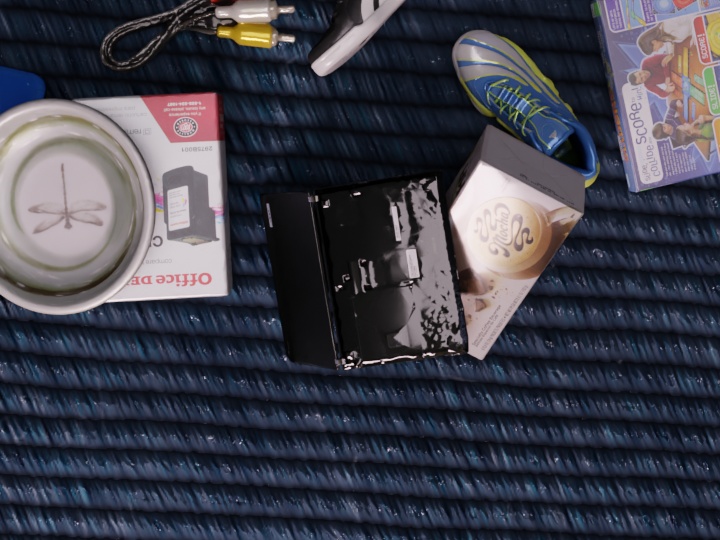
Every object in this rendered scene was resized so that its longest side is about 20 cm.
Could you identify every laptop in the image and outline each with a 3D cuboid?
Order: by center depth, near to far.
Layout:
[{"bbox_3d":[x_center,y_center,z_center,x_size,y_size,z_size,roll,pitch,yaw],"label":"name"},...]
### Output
[{"bbox_3d":[0.000,0.000,1.398,0.198,0.103,0.179,-9,97,9],"label":"laptop"}]

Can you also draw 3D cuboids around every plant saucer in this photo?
[{"bbox_3d":[-0.281,-0.061,1.342,0.199,0.050,0.202,1,97,12],"label":"plant saucer"}]

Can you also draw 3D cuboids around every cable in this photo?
[{"bbox_3d":[-0.166,-0.256,1.410,0.198,0.050,0.098,-12,95,-4],"label":"cable"}]

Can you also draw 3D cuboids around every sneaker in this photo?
[{"bbox_3d":[-0.005,-0.297,1.413,0.112,0.073,0.200,45,83,-3],"label":"sneaker"},{"bbox_3d":[0.174,-0.163,1.414,0.076,0.105,0.200,-45,97,0],"label":"sneaker"}]

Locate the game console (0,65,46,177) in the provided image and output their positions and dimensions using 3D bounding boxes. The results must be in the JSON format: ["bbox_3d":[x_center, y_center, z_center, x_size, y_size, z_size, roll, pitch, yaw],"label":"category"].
[{"bbox_3d":[-0.427,-0.116,1.422,0.199,0.118,0.172,12,63,-5],"label":"game console"}]

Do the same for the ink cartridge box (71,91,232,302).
[{"bbox_3d":[-0.204,-0.072,1.408,0.145,0.083,0.202,-3,95,-4],"label":"ink cartridge box"}]

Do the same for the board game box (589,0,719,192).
[{"bbox_3d":[0.322,-0.193,1.456,0.134,0.034,0.201,-12,96,-2],"label":"board game box"}]

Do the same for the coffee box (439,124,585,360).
[{"bbox_3d":[0.122,-0.025,1.393,0.113,0.080,0.201,27,123,-7],"label":"coffee box"}]
